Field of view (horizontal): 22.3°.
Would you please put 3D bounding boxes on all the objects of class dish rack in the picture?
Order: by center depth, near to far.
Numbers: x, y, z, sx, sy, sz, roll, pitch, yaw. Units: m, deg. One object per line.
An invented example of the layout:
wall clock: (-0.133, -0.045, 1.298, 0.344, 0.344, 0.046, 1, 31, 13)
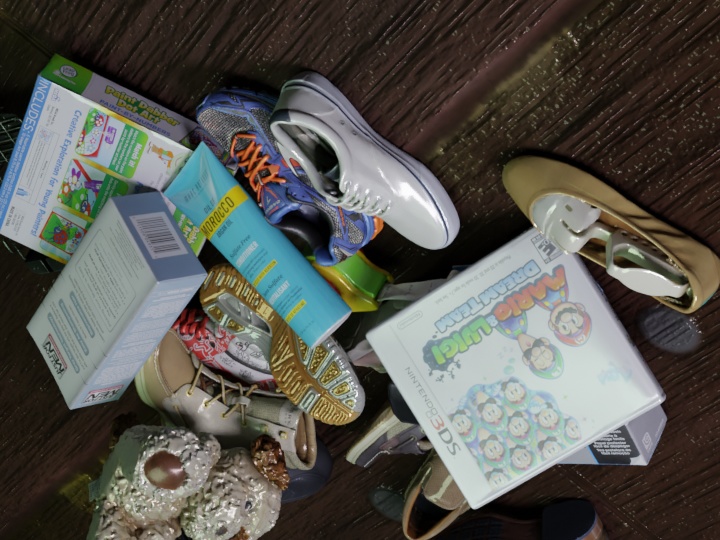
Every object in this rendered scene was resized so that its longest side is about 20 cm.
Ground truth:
dish rack: (-0.321, -0.083, 1.808, 0.153, 0.055, 0.200, -10, 125, 40)

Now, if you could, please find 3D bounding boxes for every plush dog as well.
plush dog: (-0.159, 0.214, 1.755, 0.171, 0.161, 0.200, 19, 118, -18)

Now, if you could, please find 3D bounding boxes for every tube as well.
tube: (-0.091, -0.020, 1.630, 0.200, 0.050, 0.077, 47, 124, 6)

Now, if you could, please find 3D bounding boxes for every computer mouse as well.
computer mouse: (-0.115, 0.209, 1.882, 0.139, 0.199, 0.053, 48, 144, 35)

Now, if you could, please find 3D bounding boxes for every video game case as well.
video game case: (0.130, 0.081, 1.565, 0.200, 0.024, 0.182, -33, 88, 20)

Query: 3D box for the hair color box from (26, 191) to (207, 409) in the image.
hair color box: (-0.228, 0.029, 1.689, 0.200, 0.060, 0.099, -51, 61, 39)

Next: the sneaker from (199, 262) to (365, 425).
sneaker: (-0.058, 0.060, 1.726, 0.200, 0.088, 0.076, 46, 113, 16)

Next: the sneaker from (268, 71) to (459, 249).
sneaker: (-0.002, -0.078, 1.565, 0.200, 0.071, 0.073, 41, 142, -11)

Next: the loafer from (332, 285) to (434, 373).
loafer: (0.044, 0.060, 1.693, 0.063, 0.072, 0.200, 29, 159, -24)

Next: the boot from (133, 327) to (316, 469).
boot: (-0.129, 0.124, 1.786, 0.154, 0.072, 0.200, 7, 144, 22)

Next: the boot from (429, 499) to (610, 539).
boot: (0.164, 0.296, 1.850, 0.199, 0.075, 0.097, -14, 130, 28)

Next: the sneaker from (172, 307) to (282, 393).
sneaker: (-0.147, 0.056, 1.827, 0.201, 0.067, 0.108, 23, 141, 7)

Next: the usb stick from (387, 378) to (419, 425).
usb stick: (0.112, 0.126, 1.642, 0.199, 0.033, 0.056, 7, 129, 34)

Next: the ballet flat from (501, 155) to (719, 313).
ballet flat: (0.199, -0.029, 1.481, 0.199, 0.063, 0.069, 27, 135, 8)

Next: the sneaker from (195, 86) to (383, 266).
sneaker: (-0.066, -0.083, 1.600, 0.200, 0.079, 0.075, 40, 140, -10)

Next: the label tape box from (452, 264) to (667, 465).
label tape box: (0.168, 0.085, 1.632, 0.143, 0.066, 0.200, -3, 132, 38)

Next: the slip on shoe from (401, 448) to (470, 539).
slip on shoe: (0.091, 0.210, 1.831, 0.076, 0.061, 0.200, 35, 143, -3)

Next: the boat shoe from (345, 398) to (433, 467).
boat shoe: (0.050, 0.149, 1.786, 0.065, 0.072, 0.200, 39, 137, -1)

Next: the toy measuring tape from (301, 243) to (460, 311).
toy measuring tape: (0.000, 0.000, 1.649, 0.200, 0.074, 0.074, -5, 130, 45)

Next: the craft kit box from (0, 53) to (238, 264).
craft kit box: (-0.229, -0.076, 1.702, 0.197, 0.049, 0.200, 28, 130, -2)
